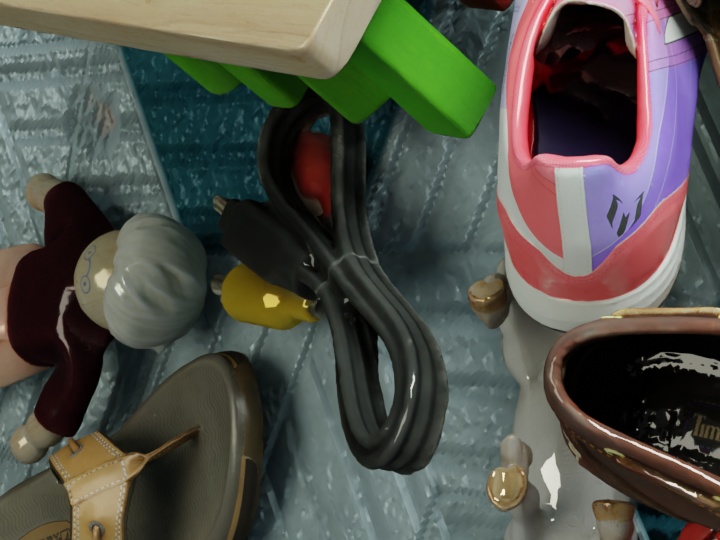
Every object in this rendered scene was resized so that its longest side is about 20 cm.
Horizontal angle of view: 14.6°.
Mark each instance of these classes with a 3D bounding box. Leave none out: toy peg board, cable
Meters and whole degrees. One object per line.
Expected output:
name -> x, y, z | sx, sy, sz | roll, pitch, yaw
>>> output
toy peg board -> -0.007, -0.145, 0.990 | 0.199, 0.098, 0.200 | 14, 71, 48
cable -> 0.000, 0.000, 0.989 | 0.097, 0.050, 0.200 | -63, 34, 10

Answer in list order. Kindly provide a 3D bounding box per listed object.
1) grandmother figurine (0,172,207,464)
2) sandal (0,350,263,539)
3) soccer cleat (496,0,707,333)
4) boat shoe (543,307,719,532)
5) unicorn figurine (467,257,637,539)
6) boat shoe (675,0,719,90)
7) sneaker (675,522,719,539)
grandmother figurine -> -0.131, 0.017, 1.152 | 0.200, 0.060, 0.122 | -16, 78, 49
sandal -> -0.105, 0.092, 1.119 | 0.200, 0.054, 0.082 | -26, 69, 45
soccer cleat -> 0.075, -0.078, 0.861 | 0.073, 0.068, 0.201 | 79, -164, -51
boat shoe -> 0.146, 0.052, 0.768 | 0.199, 0.070, 0.071 | 8, 77, 22
unicorn figurine -> 0.061, 0.067, 0.905 | 0.073, 0.137, 0.201 | 15, 74, 11
boat shoe -> 0.130, -0.099, 0.845 | 0.076, 0.074, 0.201 | -37, 61, 41
sneaker -> 0.115, 0.101, 0.842 | 0.077, 0.085, 0.201 | 29, 110, 45
